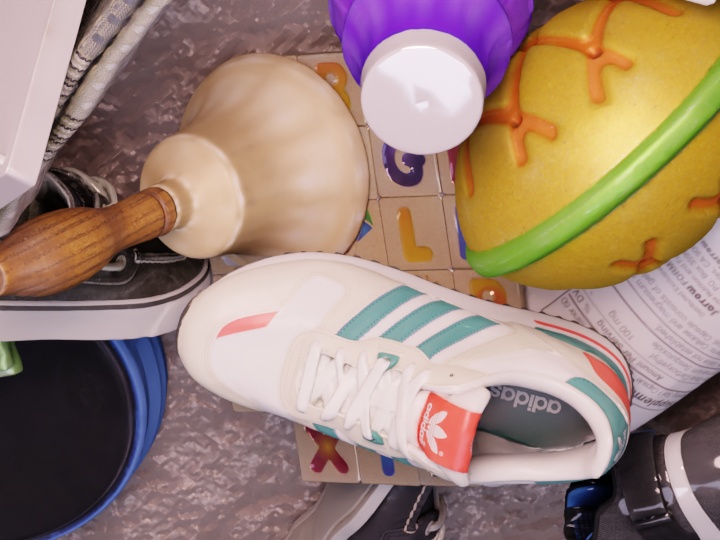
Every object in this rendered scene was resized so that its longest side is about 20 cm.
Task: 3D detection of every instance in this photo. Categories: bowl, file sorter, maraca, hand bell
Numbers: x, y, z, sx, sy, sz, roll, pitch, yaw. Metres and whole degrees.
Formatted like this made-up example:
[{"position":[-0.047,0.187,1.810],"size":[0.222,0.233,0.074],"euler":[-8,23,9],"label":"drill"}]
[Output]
[{"position":[-0.195,0.057,1.369],"size":[0.200,0.039,0.201],"euler":[2,126,3],"label":"bowl"},{"position":[-0.209,-0.086,1.115],"size":[0.124,0.139,0.200],"euler":[25,150,-26],"label":"file sorter"},{"position":[0.119,-0.068,1.141],"size":[0.200,0.137,0.107],"euler":[-41,106,11],"label":"maraca"},{"position":[-0.093,-0.024,1.193],"size":[0.104,0.200,0.105],"euler":[11,109,32],"label":"hand bell"}]

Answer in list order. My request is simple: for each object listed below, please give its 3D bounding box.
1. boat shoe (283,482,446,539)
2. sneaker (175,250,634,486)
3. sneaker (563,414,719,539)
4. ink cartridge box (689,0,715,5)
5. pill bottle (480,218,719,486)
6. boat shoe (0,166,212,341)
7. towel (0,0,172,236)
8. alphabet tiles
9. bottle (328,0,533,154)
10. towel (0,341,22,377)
[{"position":[0.009,0.127,1.386],"size":[0.060,0.074,0.200],"euler":[22,126,-12],"label":"boat shoe"},{"position":[0.020,0.046,1.178],"size":[0.199,0.093,0.071],"euler":[12,106,-2],"label":"sneaker"},{"position":[0.155,0.122,1.346],"size":[0.111,0.073,0.200],"euler":[-11,151,9],"label":"sneaker"},{"position":[0.066,-0.220,1.092],"size":[0.199,0.145,0.148],"euler":[15,124,-8],"label":"ink cartridge box"},{"position":[0.114,0.009,1.270],"size":[0.200,0.115,0.114],"euler":[-37,115,26],"label":"pill bottle"},{"position":[-0.131,-0.010,1.249],"size":[0.071,0.200,0.064],"euler":[30,111,30],"label":"boat shoe"},{"position":[-0.093,-0.106,1.155],"size":[0.034,0.193,0.200],"euler":[36,120,-11],"label":"towel"},{"position":[0.000,0.000,1.265],"size":[0.166,0.006,0.201],"euler":[-1,103,35],"label":"alphabet tiles"},{"position":[0.028,-0.114,1.135],"size":[0.083,0.200,0.065],"euler":[-3,121,7],"label":"bottle"},{"position":[-0.266,-0.001,1.301],"size":[0.199,0.031,0.150],"euler":[-12,102,18],"label":"towel"}]
